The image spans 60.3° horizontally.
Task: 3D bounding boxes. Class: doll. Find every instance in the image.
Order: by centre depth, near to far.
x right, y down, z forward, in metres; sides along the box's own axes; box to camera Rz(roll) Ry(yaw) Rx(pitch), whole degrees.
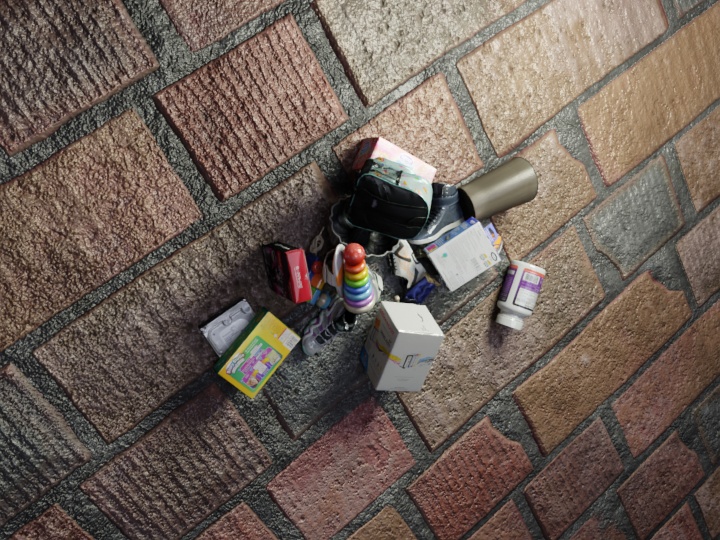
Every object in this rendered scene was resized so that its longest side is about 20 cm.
[{"bbox_3d":[0.140,0.095,1.772,0.200,0.048,0.136,-52,142,12],"label":"doll"}]

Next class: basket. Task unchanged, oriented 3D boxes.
[{"bbox_3d":[0.387,-0.226,1.800,0.199,0.180,0.137,-25,83,-13],"label":"basket"}]

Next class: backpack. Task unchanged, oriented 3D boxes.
[{"bbox_3d":[0.081,-0.178,1.564,0.199,0.154,0.176,23,130,3],"label":"backpack"}]

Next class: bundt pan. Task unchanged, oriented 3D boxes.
[{"bbox_3d":[0.002,-0.099,1.640,0.201,0.076,0.203,11,54,-16],"label":"bundt pan"}]

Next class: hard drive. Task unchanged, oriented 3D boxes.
[{"bbox_3d":[-0.307,0.187,1.603,0.139,0.038,0.201,-34,110,-17],"label":"hard drive"}]

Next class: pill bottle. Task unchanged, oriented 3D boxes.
[{"bbox_3d":[0.490,0.078,1.922,0.111,0.111,0.201,19,91,-27],"label":"pill bottle"}]

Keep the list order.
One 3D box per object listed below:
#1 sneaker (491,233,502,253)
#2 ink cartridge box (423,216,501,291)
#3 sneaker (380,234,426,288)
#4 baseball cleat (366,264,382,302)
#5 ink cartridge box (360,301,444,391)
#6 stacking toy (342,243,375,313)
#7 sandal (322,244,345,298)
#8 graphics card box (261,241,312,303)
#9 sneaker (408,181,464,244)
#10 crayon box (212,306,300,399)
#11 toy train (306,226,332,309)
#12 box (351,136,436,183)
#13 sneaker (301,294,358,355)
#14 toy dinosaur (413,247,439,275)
[{"bbox_3d":[0.344,-0.079,1.824,0.200,0.077,0.113,-39,124,-30],"label":"sneaker"},{"bbox_3d":[0.297,-0.054,1.730,0.199,0.076,0.137,-32,108,5],"label":"ink cartridge box"},{"bbox_3d":[0.110,-0.032,1.745,0.080,0.074,0.200,-42,113,-11],"label":"sneaker"},{"bbox_3d":[0.000,0.000,1.710,0.106,0.069,0.201,-22,96,-55],"label":"baseball cleat"},{"bbox_3d":[0.111,0.208,1.707,0.144,0.147,0.201,7,118,-24],"label":"ink cartridge box"},{"bbox_3d":[-0.010,0.012,1.566,0.085,0.085,0.201,-24,135,-20],"label":"stacking toy"},{"bbox_3d":[-0.069,0.008,1.596,0.059,0.207,0.080,13,59,11],"label":"sandal"},{"bbox_3d":[-0.185,0.000,1.539,0.051,0.200,0.126,-15,106,-22],"label":"graphics card box"},{"bbox_3d":[0.204,-0.169,1.756,0.202,0.077,0.147,-30,122,-28],"label":"sneaker"},{"bbox_3d":[-0.262,0.209,1.574,0.119,0.058,0.200,44,79,-24],"label":"crayon box"},{"bbox_3d":[-0.100,-0.002,1.650,0.115,0.084,0.201,30,85,-37],"label":"toy train"},{"bbox_3d":[0.091,-0.275,1.679,0.199,0.103,0.095,24,88,-26],"label":"box"},{"bbox_3d":[-0.071,0.151,1.649,0.078,0.140,0.201,38,81,-26],"label":"sneaker"},{"bbox_3d":[0.240,-0.034,1.823,0.199,0.047,0.089,-9,96,-27],"label":"toy dinosaur"}]
